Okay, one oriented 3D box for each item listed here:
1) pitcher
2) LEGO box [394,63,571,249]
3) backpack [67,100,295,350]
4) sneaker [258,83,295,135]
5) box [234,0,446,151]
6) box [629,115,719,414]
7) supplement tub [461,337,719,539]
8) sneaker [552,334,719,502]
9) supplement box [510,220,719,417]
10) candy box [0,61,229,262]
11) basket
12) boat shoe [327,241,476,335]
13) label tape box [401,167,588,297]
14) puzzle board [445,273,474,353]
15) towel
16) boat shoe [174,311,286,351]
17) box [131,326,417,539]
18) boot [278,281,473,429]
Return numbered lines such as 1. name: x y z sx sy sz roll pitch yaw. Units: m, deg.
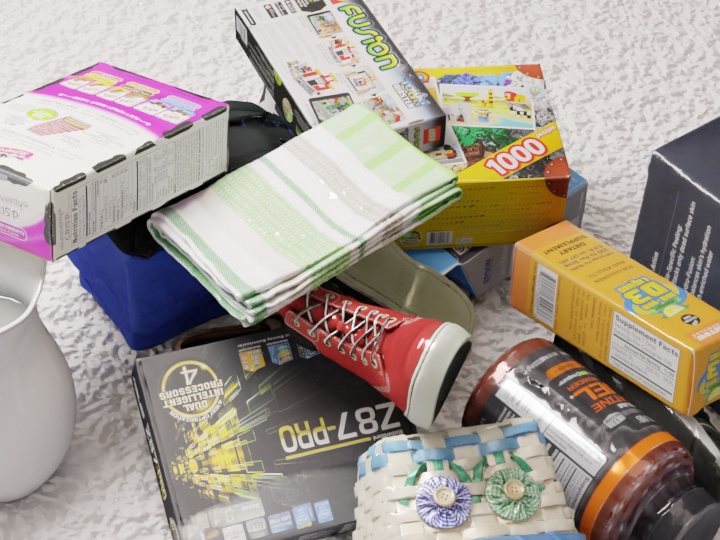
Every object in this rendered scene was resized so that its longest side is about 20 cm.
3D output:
1. pitcher: -0.276 0.093 1.335 0.120 0.201 0.172 10 44 5
2. LEGO box: 0.064 -0.096 1.546 0.199 0.077 0.149 -3 45 -7
3. backpack: -0.139 -0.043 1.514 0.199 0.168 0.163 -25 56 -24
4. sneaker: -0.019 -0.181 1.703 0.198 0.130 0.079 -25 52 -29
5. box: -0.020 -0.163 1.528 0.109 0.035 0.200 -16 47 -17
6. box: 0.325 0.010 1.486 0.117 0.197 0.200 -27 52 -31
7. supplement tub: 0.179 0.146 1.395 0.107 0.107 0.200 -30 54 -32
8. sneaker: 0.244 0.098 1.473 0.086 0.081 0.200 -20 50 -27
9. supplement box: 0.209 0.035 1.449 0.066 0.069 0.200 -22 41 -34
10. candy box: -0.210 -0.085 1.362 0.136 0.061 0.200 20 32 30
11. basket: 0.072 0.213 1.303 0.175 0.139 0.201 -7 80 -14
12. boat shoe: 0.001 -0.002 1.466 0.199 0.066 0.075 35 57 -18
13. label tape box: 0.079 -0.051 1.602 0.200 0.066 0.143 -33 55 -28
14. puzzle board: 0.026 -0.005 1.605 0.150 0.017 0.201 7 44 0
15. towel: -0.043 -0.051 1.369 0.199 0.031 0.149 -32 47 -19
16. boat shoe: -0.059 0.072 1.472 0.199 0.072 0.076 -10 45 -16
17. box: -0.059 0.126 1.391 0.199 0.049 0.162 -11 74 -17
18. boot: 0.003 0.048 1.304 0.144 0.200 0.073 30 83 1
